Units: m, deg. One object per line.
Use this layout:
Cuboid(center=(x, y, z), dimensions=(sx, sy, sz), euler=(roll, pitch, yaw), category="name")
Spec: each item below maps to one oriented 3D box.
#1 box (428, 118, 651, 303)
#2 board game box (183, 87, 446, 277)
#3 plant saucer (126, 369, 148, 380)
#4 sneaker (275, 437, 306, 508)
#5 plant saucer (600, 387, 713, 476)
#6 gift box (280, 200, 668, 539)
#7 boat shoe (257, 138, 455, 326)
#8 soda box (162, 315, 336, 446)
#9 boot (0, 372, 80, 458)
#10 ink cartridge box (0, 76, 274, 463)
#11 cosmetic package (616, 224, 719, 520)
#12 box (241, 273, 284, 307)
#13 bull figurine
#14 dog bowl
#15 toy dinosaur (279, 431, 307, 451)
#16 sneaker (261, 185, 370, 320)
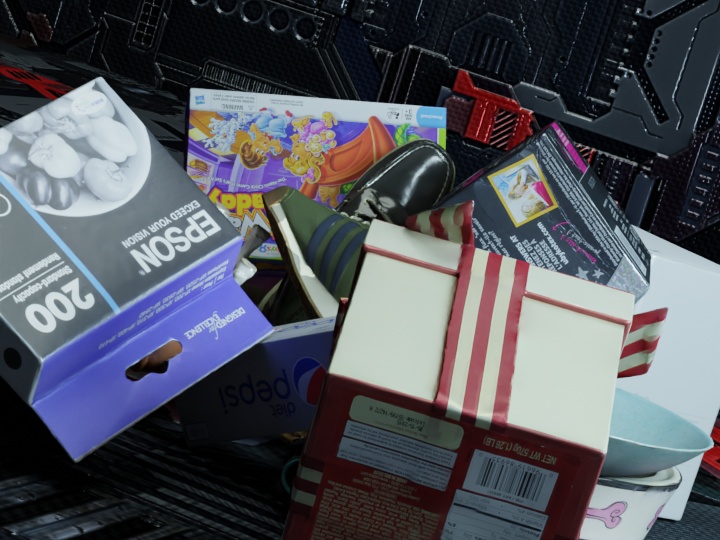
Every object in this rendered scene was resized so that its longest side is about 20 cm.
Cuboid(center=(0.123, -0.017, 1.670), dimensions=(0.132, 0.115, 0.200), euler=(55, 10, -1), category="box")
Cuboid(center=(-0.036, -0.062, 1.832), dimensions=(0.200, 0.135, 0.045), euler=(4, -18, -8), category="board game box")
Cuboid(center=(-0.133, 0.059, 1.846), dimensions=(0.200, 0.035, 0.200), euler=(16, 9, -3), category="plant saucer")
Cuboid(center=(-0.012, 0.122, 1.535), dimensions=(0.079, 0.076, 0.200), euler=(14, 8, -8), category="sneaker")
Cuboid(center=(0.134, 0.100, 1.599), dimensions=(0.201, 0.039, 0.201), euler=(18, 8, -3), category="plant saucer")
Cuboid(center=(0.065, 0.081, 1.363), dimensions=(0.184, 0.200, 0.187), euler=(20, 32, -1), category="gift box")
Cuboid(center=(0.002, -0.016, 1.762), dimensions=(0.072, 0.201, 0.066), euler=(44, -9, -5), category="boat shoe")
Cuboid(center=(-0.034, 0.067, 1.556), dimensions=(0.200, 0.064, 0.068), euler=(-12, 6, 43), category="soda box")
Cuboid(center=(-0.205, 0.064, 1.536), dimensions=(0.165, 0.066, 0.200), euler=(4, 10, -26), category="boot")
Cuboid(center=(-0.168, -0.006, 1.476), dimensions=(0.200, 0.043, 0.198), euler=(48, 44, 7), category="ink cartridge box")
Cuboid(center=(0.185, 0.064, 1.888), dimensions=(0.123, 0.200, 0.199), euler=(12, 10, -32), category="cosmetic package")
Cuboid(center=(-0.054, 0.004, 1.926), dimensions=(0.200, 0.097, 0.176), euler=(16, -18, -3), category="box")
Cuboid(center=(-0.124, 0.015, 1.696), dimensions=(0.065, 0.121, 0.200), euler=(36, 12, -10), category="bull figurine")
Cuboid(center=(0.117, 0.144, 1.660), dimensions=(0.200, 0.074, 0.200), euler=(17, 9, -3), category="dog bowl")
Cuboid(center=(-0.044, 0.102, 1.697), dimensions=(0.200, 0.061, 0.106), euler=(6, 5, -15), category="toy dinosaur")
Cuboid(center=(0.000, 0.000, 1.670), dimensions=(0.090, 0.067, 0.200), euler=(-21, 40, -6), category="sneaker")
